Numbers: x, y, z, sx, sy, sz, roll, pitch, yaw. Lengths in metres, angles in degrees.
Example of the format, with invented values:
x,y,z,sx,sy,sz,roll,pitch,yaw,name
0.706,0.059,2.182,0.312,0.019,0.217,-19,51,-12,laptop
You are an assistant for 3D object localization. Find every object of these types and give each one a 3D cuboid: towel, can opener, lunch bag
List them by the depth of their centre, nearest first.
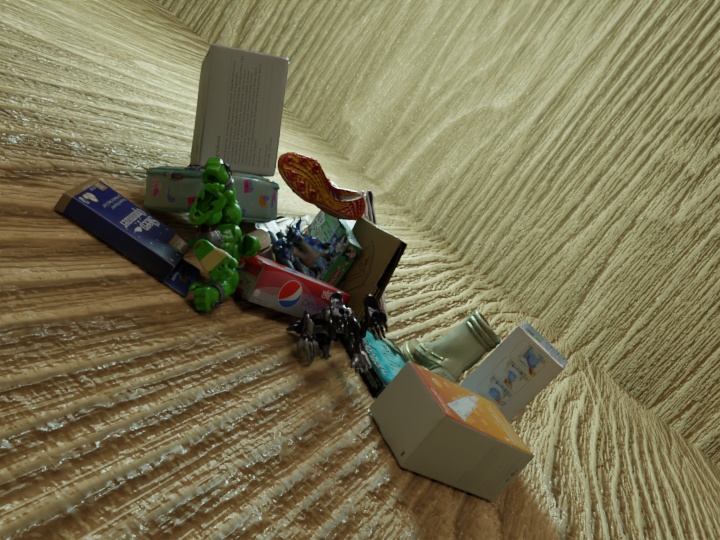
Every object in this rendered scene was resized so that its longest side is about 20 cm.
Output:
x,y,z,sx,sy,sz,roll,pitch,yaw,name
-0.239,-0.124,1.231,0.160,0.077,0.200,11,5,32,lunch bag
-0.157,-0.044,1.378,0.053,0.066,0.200,-2,48,-47,can opener
0.025,-0.023,1.484,0.191,0.032,0.200,82,2,-54,towel

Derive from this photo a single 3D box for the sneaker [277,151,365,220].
x,y,z,sx,sy,sz,roll,pitch,yaw,name
-0.078,-0.137,1.330,0.077,0.073,0.200,8,-20,45,sneaker

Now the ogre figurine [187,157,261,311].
x,y,z,sx,sy,sz,roll,pitch,yaw,name
-0.196,-0.044,1.067,0.120,0.098,0.200,63,9,-81,ogre figurine

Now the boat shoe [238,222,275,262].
x,y,z,sx,sy,sz,roll,pitch,yaw,name
-0.190,-0.046,1.284,0.200,0.072,0.060,36,-37,61,boat shoe

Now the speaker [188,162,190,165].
x,y,z,sx,sy,sz,roll,pitch,yaw,name
-0.251,-0.244,1.485,0.088,0.200,0.088,36,12,-9,speaker

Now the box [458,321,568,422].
x,y,z,sx,sy,sz,roll,pitch,yaw,name
0.244,0.194,1.315,0.101,0.200,0.112,45,12,13,box

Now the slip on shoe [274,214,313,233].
x,y,z,sx,sy,sz,roll,pitch,yaw,name
-0.146,-0.082,1.510,0.061,0.076,0.200,43,20,-5,slip on shoe

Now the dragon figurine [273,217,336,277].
x,y,z,sx,sy,sz,roll,pitch,yaw,name
-0.100,-0.047,1.275,0.099,0.059,0.200,41,8,-19,dragon figurine

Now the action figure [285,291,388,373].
x,y,z,sx,sy,sz,roll,pitch,yaw,name
-0.038,0.096,1.117,0.119,0.102,0.200,5,-17,-18,action figure

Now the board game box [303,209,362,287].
x,y,z,sx,sy,sz,roll,pitch,yaw,name
-0.068,-0.032,1.400,0.029,0.135,0.200,29,16,-26,board game box

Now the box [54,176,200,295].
x,y,z,sx,sy,sz,roll,pitch,yaw,name
-0.303,-0.049,1.049,0.200,0.032,0.121,37,12,-11,box

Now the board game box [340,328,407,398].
x,y,z,sx,sy,sz,roll,pitch,yaw,name
0.041,0.159,1.275,0.135,0.028,0.200,28,16,-35,board game box

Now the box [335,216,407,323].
x,y,z,sx,sy,sz,roll,pitch,yaw,name
0.000,0.000,1.309,0.021,0.164,0.200,25,6,-23,box

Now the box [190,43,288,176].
x,y,z,sx,sy,sz,roll,pitch,yaw,name
-0.213,-0.266,1.326,0.131,0.200,0.199,6,5,-16,box

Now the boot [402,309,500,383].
x,y,z,sx,sy,sz,roll,pitch,yaw,name
0.160,0.132,1.367,0.073,0.155,0.200,46,2,-15,boot

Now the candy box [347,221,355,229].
x,y,z,sx,sy,sz,roll,pitch,yaw,name
-0.050,-0.054,1.571,0.055,0.115,0.200,35,13,-11,candy box

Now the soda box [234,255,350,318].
x,y,z,sx,sy,sz,roll,pitch,yaw,name
-0.109,0.032,1.195,0.070,0.063,0.200,27,3,41,soda box

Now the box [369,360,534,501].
x,y,z,sx,sy,sz,roll,pitch,yaw,name
0.131,0.232,1.106,0.200,0.098,0.124,29,16,-35,box
